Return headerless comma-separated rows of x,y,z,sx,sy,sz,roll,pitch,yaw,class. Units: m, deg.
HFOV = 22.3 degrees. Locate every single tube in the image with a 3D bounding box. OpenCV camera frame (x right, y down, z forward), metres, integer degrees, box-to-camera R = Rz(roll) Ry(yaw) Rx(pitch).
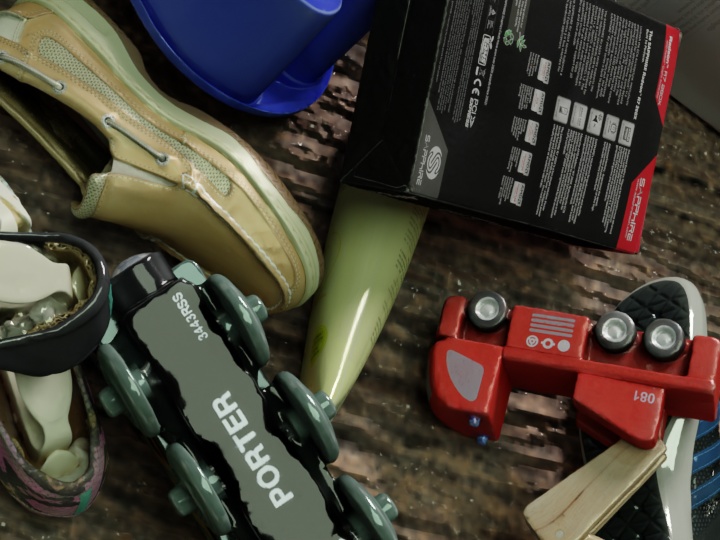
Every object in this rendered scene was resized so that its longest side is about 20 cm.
0.000,0.000,0.904,0.058,0.051,0.202,48,49,-45,tube

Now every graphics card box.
0.081,-0.084,0.915,0.199,0.051,0.127,10,91,-49,graphics card box

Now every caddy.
-0.067,-0.176,0.911,0.141,0.105,0.201,-24,84,-53,caddy

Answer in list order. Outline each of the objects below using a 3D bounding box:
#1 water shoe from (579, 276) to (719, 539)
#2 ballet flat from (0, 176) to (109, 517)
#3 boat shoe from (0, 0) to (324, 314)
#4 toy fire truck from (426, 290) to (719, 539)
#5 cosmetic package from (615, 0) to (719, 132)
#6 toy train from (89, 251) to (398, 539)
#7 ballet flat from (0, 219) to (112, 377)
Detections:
0.160,0.105,0.957,0.079,0.071,0.202,31,59,-44,water shoe
-0.163,0.014,0.820,0.069,0.071,0.202,-22,84,-28,ballet flat
-0.107,-0.044,0.864,0.200,0.072,0.076,42,48,4,boat shoe
0.120,0.094,0.889,0.198,0.049,0.142,9,69,16,toy fire truck
0.240,-0.129,1.035,0.199,0.113,0.082,35,62,-13,cosmetic package
-0.054,0.084,0.823,0.085,0.114,0.201,-33,90,-14,toy train
-0.189,0.006,0.718,0.198,0.073,0.074,3,72,-28,ballet flat
